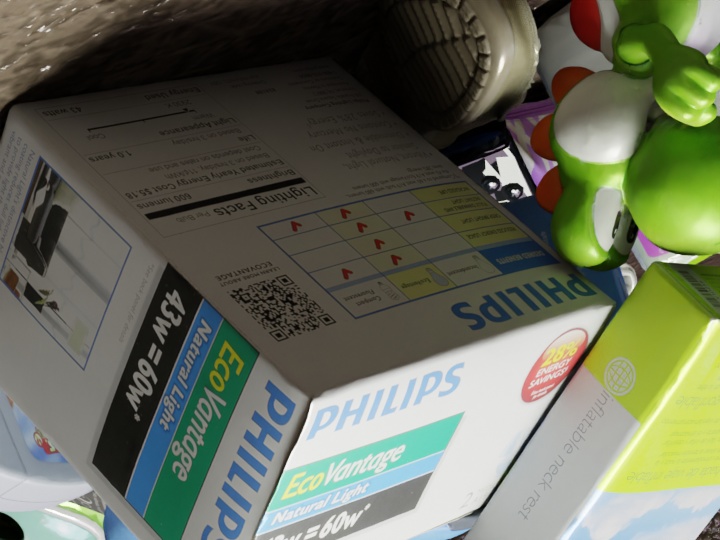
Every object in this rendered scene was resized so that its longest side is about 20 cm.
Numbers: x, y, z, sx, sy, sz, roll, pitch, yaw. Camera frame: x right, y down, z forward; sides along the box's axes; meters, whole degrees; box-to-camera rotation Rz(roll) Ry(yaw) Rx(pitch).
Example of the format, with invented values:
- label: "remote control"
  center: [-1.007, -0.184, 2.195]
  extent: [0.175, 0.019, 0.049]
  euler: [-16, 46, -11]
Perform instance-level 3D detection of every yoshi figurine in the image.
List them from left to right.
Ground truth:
- label: "yoshi figurine"
  center: [0.145, -0.091, 0.886]
  extent: [0.112, 0.201, 0.112]
  euler: [13, -175, -22]

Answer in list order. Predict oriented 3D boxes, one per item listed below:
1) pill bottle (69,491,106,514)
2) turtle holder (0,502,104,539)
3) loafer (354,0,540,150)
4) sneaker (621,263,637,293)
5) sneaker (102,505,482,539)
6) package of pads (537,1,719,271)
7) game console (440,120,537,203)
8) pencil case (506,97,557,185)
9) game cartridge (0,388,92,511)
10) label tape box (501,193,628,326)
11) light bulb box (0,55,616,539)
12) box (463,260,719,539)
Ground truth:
- label: "pill bottle"
  center: [-0.102, 0.089, 1.151]
  extent: [0.199, 0.117, 0.116]
  euler: [18, 180, 17]
- label: "turtle holder"
  center: [-0.217, 0.120, 1.324]
  extent: [0.185, 0.142, 0.131]
  euler: [14, 177, 34]
- label: "loafer"
  center: [0.047, -0.103, 0.974]
  extent: [0.068, 0.076, 0.200]
  euler: [-25, 180, -14]
- label: "sneaker"
  center: [0.128, 0.005, 1.310]
  extent: [0.099, 0.078, 0.201]
  euler: [-12, -144, 18]
- label: "sneaker"
  center: [-0.033, 0.123, 1.054]
  extent: [0.199, 0.066, 0.079]
  euler: [2, 131, -22]
- label: "package of pads"
  center: [0.203, -0.108, 1.093]
  extent: [0.199, 0.155, 0.068]
  euler: [-30, 169, 17]
- label: "game console"
  center: [0.000, 0.000, 1.138]
  extent: [0.199, 0.171, 0.119]
  euler: [-19, -145, 15]
- label: "pencil case"
  center: [0.114, -0.072, 1.272]
  extent: [0.200, 0.084, 0.086]
  euler: [-18, 132, -51]
- label: "game cartridge"
  center: [-0.168, 0.049, 1.006]
  extent: [0.041, 0.134, 0.200]
  euler: [-31, 170, 16]
- label: "label tape box"
  center: [0.042, 0.047, 1.050]
  extent: [0.199, 0.144, 0.066]
  euler: [-18, 133, 8]
- label: "light bulb box"
  center: [-0.036, 0.019, 0.903]
  extent: [0.198, 0.200, 0.125]
  euler: [-15, 138, -45]
- label: "box"
  center: [0.127, 0.089, 0.945]
  extent: [0.122, 0.048, 0.201]
  euler: [4, 126, -48]
